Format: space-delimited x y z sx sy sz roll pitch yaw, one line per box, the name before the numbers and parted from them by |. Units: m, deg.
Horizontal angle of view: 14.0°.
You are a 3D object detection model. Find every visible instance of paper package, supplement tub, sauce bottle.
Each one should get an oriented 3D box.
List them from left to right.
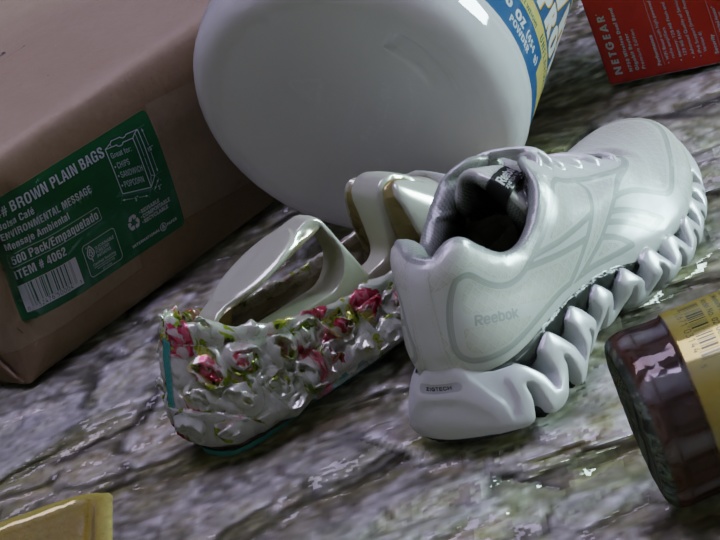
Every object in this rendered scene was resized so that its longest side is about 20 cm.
paper package | -0.153 -0.047 1.341 0.191 0.104 0.200 4 32 47
supplement tub | 0.021 -0.129 1.277 0.145 0.145 0.200 -10 37 26
sauce bottle | 0.181 0.015 0.947 0.200 0.065 0.065 -21 22 2

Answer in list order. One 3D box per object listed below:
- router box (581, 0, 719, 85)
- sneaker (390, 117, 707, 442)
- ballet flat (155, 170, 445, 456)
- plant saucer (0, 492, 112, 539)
router box | 0.212 -0.164 1.356 0.179 0.049 0.200 -11 24 24
sneaker | 0.071 -0.017 1.102 0.075 0.081 0.200 -9 23 32
ballet flat | 0.000 0.000 1.147 0.200 0.064 0.076 -35 25 -33
plant saucer | -0.163 0.163 0.934 0.200 0.048 0.200 -20 21 3
